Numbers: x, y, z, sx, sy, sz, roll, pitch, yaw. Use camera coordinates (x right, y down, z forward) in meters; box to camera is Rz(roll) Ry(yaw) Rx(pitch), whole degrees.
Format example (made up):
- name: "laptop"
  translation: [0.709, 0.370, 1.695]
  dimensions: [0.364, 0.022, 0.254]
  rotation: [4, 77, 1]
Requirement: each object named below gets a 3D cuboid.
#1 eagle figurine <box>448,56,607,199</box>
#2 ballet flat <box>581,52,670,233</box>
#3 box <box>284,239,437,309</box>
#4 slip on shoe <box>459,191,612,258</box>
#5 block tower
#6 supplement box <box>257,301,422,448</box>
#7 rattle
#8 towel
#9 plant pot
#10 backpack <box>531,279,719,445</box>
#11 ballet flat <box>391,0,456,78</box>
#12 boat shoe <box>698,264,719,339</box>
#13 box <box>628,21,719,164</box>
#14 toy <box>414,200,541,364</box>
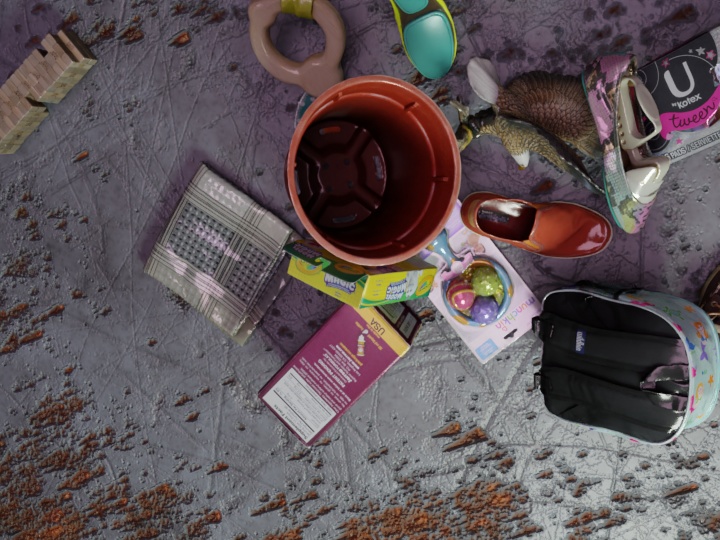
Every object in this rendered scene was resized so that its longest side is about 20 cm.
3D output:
- name: "eagle figurine"
  translation: [0.211, -0.169, 0.903]
  dimensions: [0.196, 0.151, 0.155]
  rotation: [7, 91, 22]
- name: "ballet flat"
  translation: [0.297, -0.138, 0.813]
  dimensions: [0.071, 0.069, 0.203]
  rotation: [-2, 109, 53]
- name: "box"
  translation: [0.000, 0.000, 0.920]
  dimensions: [0.116, 0.199, 0.049]
  rotation: [25, 104, 30]
- name: "slip on shoe"
  translation: [0.224, -0.056, 0.942]
  dimensions: [0.196, 0.061, 0.075]
  rotation: [12, 100, -2]
- name: "block tower"
  translation: [-0.470, -0.254, 1.066]
  dimensions: [0.200, 0.054, 0.058]
  rotation: [-42, 89, 15]
- name: "supplement box"
  translation: [-0.024, 0.117, 0.996]
  dimensions: [0.103, 0.131, 0.200]
  rotation: [44, 106, 1]
- name: "rattle"
  translation: [-0.066, -0.296, 0.988]
  dimensions: [0.128, 0.144, 0.201]
  rotation: [-23, 130, 9]
- name: "towel"
  translation: [-0.195, -0.020, 1.058]
  dimensions: [0.199, 0.035, 0.194]
  rotation: [35, 105, 3]
- name: "plant pot"
  translation: [-0.006, -0.116, 0.897]
  dimensions: [0.197, 0.195, 0.205]
  rotation: [-1, 96, -15]
- name: "backpack"
  translation: [0.324, 0.107, 0.886]
  dimensions: [0.199, 0.148, 0.181]
  rotation: [12, 107, 55]
- name: "ballet flat"
  translation: [0.068, -0.322, 0.893]
  dimensions: [0.066, 0.200, 0.068]
  rotation: [-16, 56, 17]
- name: "boat shoe"
  translation: [0.445, 0.069, 0.917]
  dimensions: [0.071, 0.072, 0.202]
  rotation: [30, 105, 5]
- name: "box"
  translation: [0.408, -0.215, 0.806]
  dimensions: [0.199, 0.131, 0.116]
  rotation: [-26, 93, 45]
- name: "toy"
  translation: [0.143, 0.019, 0.986]
  dimensions: [0.115, 0.047, 0.201]
  rotation: [-39, 90, 16]
